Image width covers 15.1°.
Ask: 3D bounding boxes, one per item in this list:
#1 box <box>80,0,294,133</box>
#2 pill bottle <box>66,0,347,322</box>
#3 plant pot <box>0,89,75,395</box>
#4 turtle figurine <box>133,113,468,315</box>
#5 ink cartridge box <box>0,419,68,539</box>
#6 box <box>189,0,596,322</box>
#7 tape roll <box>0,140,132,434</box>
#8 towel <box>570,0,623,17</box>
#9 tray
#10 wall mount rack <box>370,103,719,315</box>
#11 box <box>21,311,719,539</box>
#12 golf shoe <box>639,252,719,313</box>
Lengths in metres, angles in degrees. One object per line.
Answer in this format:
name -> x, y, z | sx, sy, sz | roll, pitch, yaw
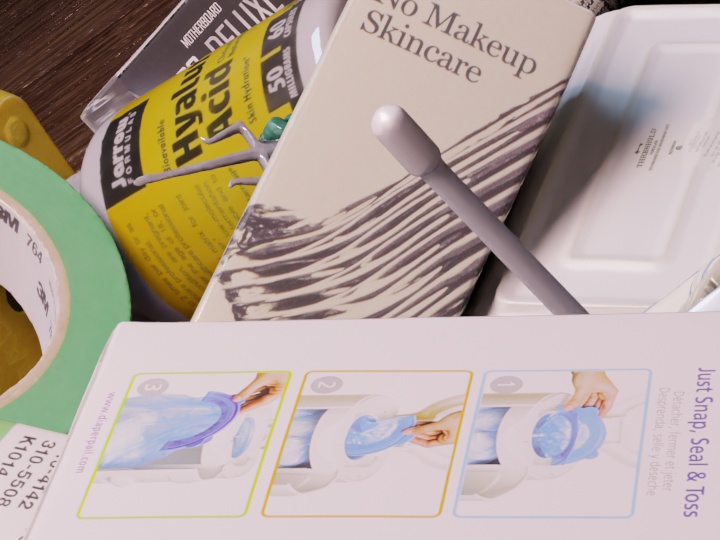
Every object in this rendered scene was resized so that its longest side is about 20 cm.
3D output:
box -> -0.028, -0.130, 1.287 | 0.158, 0.050, 0.200 | -44, -3, 29
pill bottle -> -0.049, -0.037, 1.158 | 0.200, 0.111, 0.111 | -29, 22, 34
plant pot -> -0.216, 0.019, 1.261 | 0.176, 0.200, 0.200 | -8, 36, 39
turtle figurine -> 0.000, 0.000, 0.996 | 0.200, 0.101, 0.150 | -23, 38, 1
ink cartridge box -> -0.069, 0.124, 0.723 | 0.200, 0.084, 0.146 | 9, 43, 22
box -> 0.000, -0.007, 0.887 | 0.068, 0.082, 0.200 | 116, 178, -74
tape roll -> -0.193, 0.021, 1.085 | 0.048, 0.200, 0.200 | 108, -171, -46
towel -> 0.054, -0.184, 1.088 | 0.200, 0.035, 0.193 | 25, 72, 35
tray -> 0.101, -0.034, 0.909 | 0.107, 0.022, 0.200 | 2, 42, 23
wall mount rack -> 0.107, -0.005, 0.685 | 0.200, 0.174, 0.075 | -38, -9, 11
box -> 0.040, 0.081, 0.589 | 0.200, 0.113, 0.101 | -2, 32, 12
golf shoe -> 0.116, 0.018, 0.775 | 0.200, 0.078, 0.097 | -31, 7, 13
